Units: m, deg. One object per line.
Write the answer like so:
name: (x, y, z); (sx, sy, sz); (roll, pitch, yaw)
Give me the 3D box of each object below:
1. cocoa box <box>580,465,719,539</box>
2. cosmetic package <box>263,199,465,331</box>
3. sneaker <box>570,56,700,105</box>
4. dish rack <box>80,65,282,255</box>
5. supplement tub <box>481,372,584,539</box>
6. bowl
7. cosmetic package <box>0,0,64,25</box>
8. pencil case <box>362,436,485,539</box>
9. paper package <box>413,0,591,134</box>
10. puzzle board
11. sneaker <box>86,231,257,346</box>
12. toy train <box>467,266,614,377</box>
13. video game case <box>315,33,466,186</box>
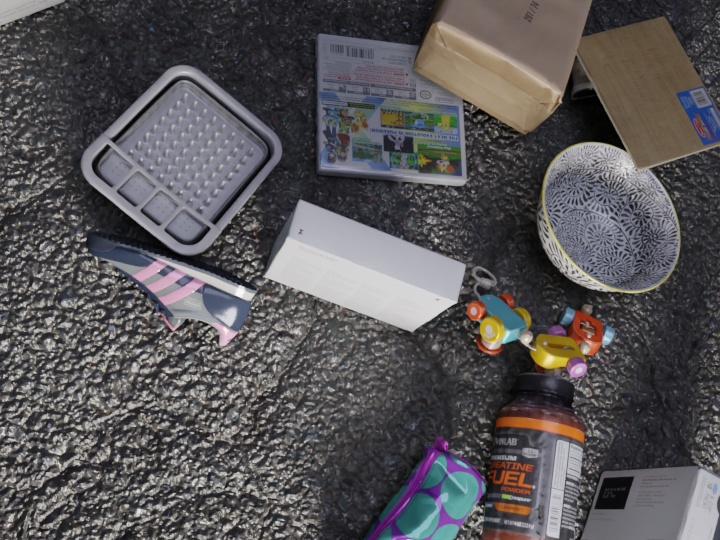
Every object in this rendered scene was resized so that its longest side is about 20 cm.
cocoa box: (0.358, 0.311, 1.000); (0.130, 0.200, 0.135); (28, 70, -8)
cosmetic package: (0.000, 0.000, 1.003); (0.197, 0.151, 0.052); (21, 72, -10)
sneaker: (0.380, -0.279, 1.223); (0.196, 0.074, 0.082); (-3, 75, -17)
dish rack: (-0.204, -0.124, 1.023); (0.171, 0.044, 0.201); (38, 62, -3)
supplement tub: (0.203, 0.226, 1.029); (0.105, 0.107, 0.204); (14, 72, -12)
bowl: (0.295, -0.051, 1.123); (0.197, 0.094, 0.204); (8, 66, -18)
cosmetic package: (-0.431, -0.380, 0.949); (0.163, 0.200, 0.167); (-28, 85, -21)
pencil case: (0.051, 0.290, 0.980); (0.200, 0.085, 0.093); (-48, 119, -21)
paper package: (0.185, -0.313, 1.144); (0.188, 0.104, 0.202); (27, 62, -8)
puzzle board: (0.381, -0.235, 1.165); (0.148, 0.017, 0.203); (-17, 71, -16)
sneaker: (-0.219, 0.020, 0.984); (0.197, 0.070, 0.083); (21, 96, 0)
toy train: (0.215, 0.075, 1.093); (0.197, 0.056, 0.151); (23, 31, -2)
video game case: (0.039, -0.205, 1.135); (0.196, 0.022, 0.186); (3, 76, -16)
